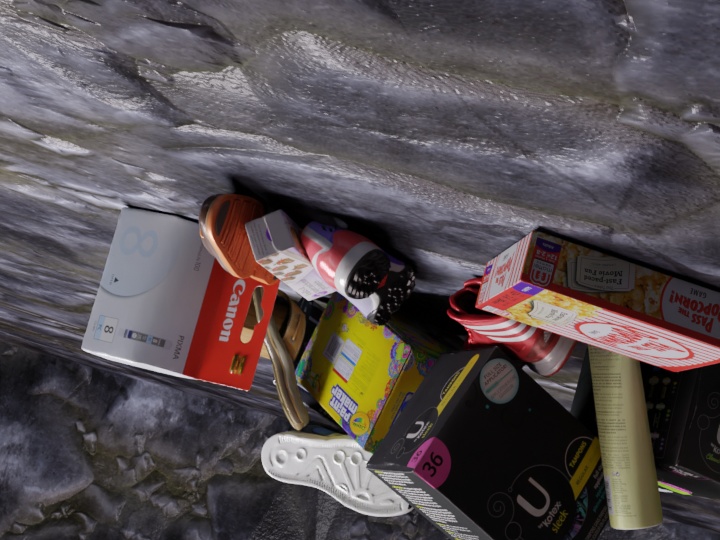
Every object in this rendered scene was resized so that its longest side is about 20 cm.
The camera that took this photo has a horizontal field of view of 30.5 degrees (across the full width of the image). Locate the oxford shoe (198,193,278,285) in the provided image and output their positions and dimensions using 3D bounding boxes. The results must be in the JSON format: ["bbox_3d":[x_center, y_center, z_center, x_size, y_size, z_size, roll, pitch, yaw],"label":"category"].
[{"bbox_3d":[-0.127,-0.032,1.259,0.072,0.072,0.200,18,170,14],"label":"oxford shoe"}]

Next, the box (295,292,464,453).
[{"bbox_3d":[0.061,0.132,1.479,0.191,0.123,0.200,23,-173,-30],"label":"box"}]

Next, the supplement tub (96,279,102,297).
[{"bbox_3d":[-0.272,0.054,1.727,0.121,0.124,0.200,16,169,2],"label":"supplement tub"}]

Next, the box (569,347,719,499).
[{"bbox_3d":[0.328,0.157,1.354,0.147,0.126,0.199,22,167,-23],"label":"box"}]

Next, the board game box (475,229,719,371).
[{"bbox_3d":[0.212,0.030,1.119,0.197,0.047,0.152,18,169,-5],"label":"board game box"}]

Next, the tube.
[{"bbox_3d":[0.250,0.141,1.253,0.057,0.203,0.052,-9,178,24],"label":"tube"}]

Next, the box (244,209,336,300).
[{"bbox_3d":[-0.062,-0.012,1.272,0.038,0.042,0.200,-20,164,7],"label":"box"}]

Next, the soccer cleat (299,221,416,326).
[{"bbox_3d":[0.000,0.000,1.274,0.073,0.069,0.200,37,180,20],"label":"soccer cleat"}]

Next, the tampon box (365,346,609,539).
[{"bbox_3d":[0.137,0.196,1.303,0.200,0.151,0.126,41,161,-13],"label":"tampon box"}]

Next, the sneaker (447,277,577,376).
[{"bbox_3d":[0.129,0.047,1.319,0.115,0.079,0.200,36,161,-14],"label":"sneaker"}]

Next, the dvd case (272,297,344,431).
[{"bbox_3d":[-0.008,0.135,1.609,0.199,0.151,0.025,36,124,-16],"label":"dvd case"}]

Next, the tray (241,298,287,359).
[{"bbox_3d":[-0.068,0.092,1.724,0.197,0.037,0.099,18,-158,-3],"label":"tray"}]

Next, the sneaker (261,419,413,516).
[{"bbox_3d":[-0.003,0.222,1.509,0.197,0.082,0.146,11,-179,22],"label":"sneaker"}]

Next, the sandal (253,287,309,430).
[{"bbox_3d":[-0.082,0.075,1.470,0.053,0.203,0.080,-17,-179,-7],"label":"sandal"}]

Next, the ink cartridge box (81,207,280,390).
[{"bbox_3d":[-0.186,0.028,1.389,0.198,0.162,0.047,10,168,29],"label":"ink cartridge box"}]
